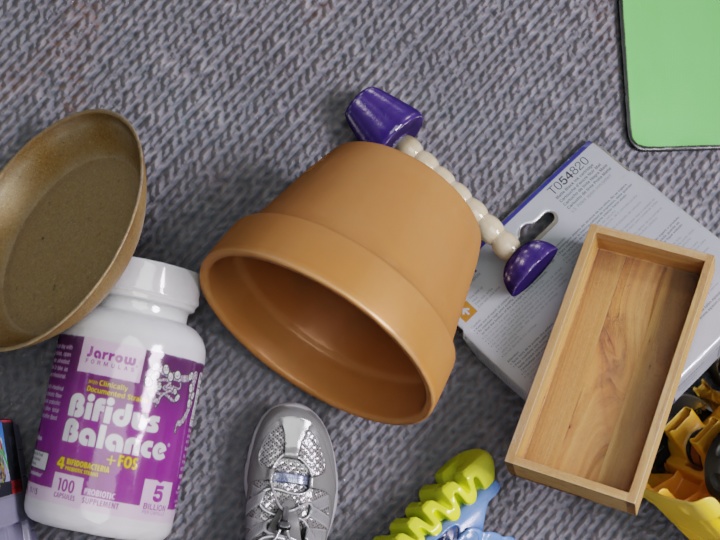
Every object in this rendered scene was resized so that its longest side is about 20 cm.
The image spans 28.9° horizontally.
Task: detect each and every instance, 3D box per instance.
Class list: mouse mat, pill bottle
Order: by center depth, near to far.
[{"bbox_3d":[-0.177,0.093,1.041,0.111,0.112,0.202,11,83,-4],"label":"pill bottle"},{"bbox_3d":[0.316,-0.181,1.174,0.198,0.008,0.162,-2,84,-5],"label":"mouse mat"}]

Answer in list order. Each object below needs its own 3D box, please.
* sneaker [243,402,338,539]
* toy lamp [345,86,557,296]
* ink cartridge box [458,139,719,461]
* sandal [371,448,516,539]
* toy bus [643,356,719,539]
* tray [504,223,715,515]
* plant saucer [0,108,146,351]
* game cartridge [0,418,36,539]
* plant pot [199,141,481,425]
[{"bbox_3d":[-0.052,0.201,1.056,0.074,0.082,0.202,3,84,-6],"label":"sneaker"},{"bbox_3d":[0.067,-0.068,1.099,0.058,0.058,0.200,-44,76,-8],"label":"toy lamp"},{"bbox_3d":[0.188,0.023,1.106,0.199,0.041,0.200,-42,63,-8],"label":"ink cartridge box"},{"bbox_3d":[0.048,0.229,1.060,0.200,0.079,0.087,-40,97,-16],"label":"sandal"},{"bbox_3d":[0.331,0.152,1.083,0.200,0.136,0.192,-45,107,-10],"label":"toy bus"},{"bbox_3d":[0.188,0.071,1.040,0.098,0.037,0.201,16,69,20],"label":"tray"},{"bbox_3d":[-0.224,-0.025,1.039,0.035,0.200,0.201,37,79,-43],"label":"plant saucer"},{"bbox_3d":[-0.263,0.169,0.980,0.038,0.200,0.131,-6,85,-2],"label":"game cartridge"},{"bbox_3d":[0.000,0.000,1.039,0.199,0.200,0.140,34,66,-1],"label":"plant pot"}]
